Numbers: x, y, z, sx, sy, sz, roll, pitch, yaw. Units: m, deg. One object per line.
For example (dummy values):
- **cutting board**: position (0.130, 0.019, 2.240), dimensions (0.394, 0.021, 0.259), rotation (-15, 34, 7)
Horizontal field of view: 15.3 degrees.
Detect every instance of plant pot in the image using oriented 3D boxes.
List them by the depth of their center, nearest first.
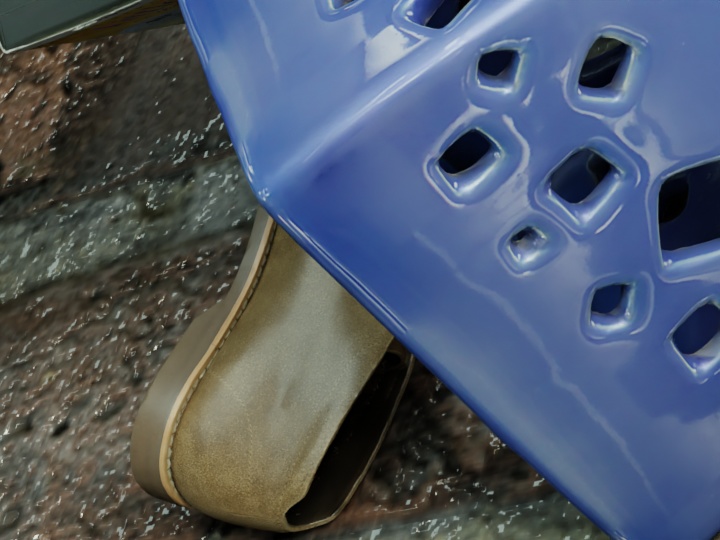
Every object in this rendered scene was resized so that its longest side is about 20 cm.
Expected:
- **plant pot**: position (0.074, -0.069, 0.790), dimensions (0.180, 0.200, 0.200), rotation (-39, 34, 11)

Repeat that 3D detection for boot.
- **boot**: position (0.000, 0.000, 0.929), dimensions (0.075, 0.074, 0.201), rotation (16, 73, 35)

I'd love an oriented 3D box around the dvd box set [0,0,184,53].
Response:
- **dvd box set**: position (-0.020, -0.123, 0.979), dimensions (0.146, 0.030, 0.200), rotation (-18, 0, 36)
